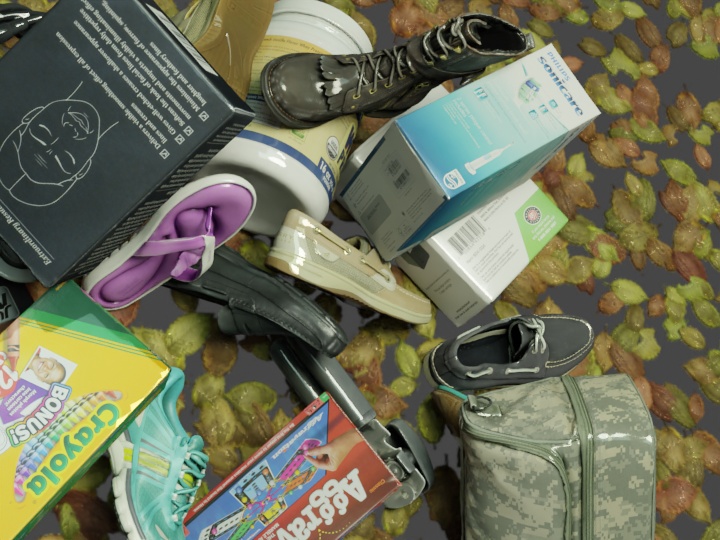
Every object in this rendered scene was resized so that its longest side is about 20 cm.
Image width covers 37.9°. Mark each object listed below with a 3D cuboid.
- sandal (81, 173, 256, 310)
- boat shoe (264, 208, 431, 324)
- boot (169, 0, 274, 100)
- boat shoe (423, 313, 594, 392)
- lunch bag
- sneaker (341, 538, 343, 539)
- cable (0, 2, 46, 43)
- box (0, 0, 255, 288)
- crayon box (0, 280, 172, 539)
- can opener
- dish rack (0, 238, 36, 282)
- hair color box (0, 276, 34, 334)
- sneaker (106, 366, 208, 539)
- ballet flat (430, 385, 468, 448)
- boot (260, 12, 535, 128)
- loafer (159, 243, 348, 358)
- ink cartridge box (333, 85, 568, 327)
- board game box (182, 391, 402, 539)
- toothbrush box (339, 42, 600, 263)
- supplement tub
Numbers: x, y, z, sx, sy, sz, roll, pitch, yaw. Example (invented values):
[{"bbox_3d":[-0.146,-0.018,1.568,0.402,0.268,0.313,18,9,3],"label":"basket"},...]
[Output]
[{"bbox_3d":[-0.162,-0.012,0.919,0.082,0.202,0.050,17,46,-48],"label":"sandal"},{"bbox_3d":[0.000,0.000,0.996,0.199,0.072,0.065,24,84,-37],"label":"boat shoe"},{"bbox_3d":[-0.169,-0.176,0.966,0.073,0.155,0.201,35,60,-32],"label":"boot"},{"bbox_3d":[0.163,0.080,1.062,0.199,0.063,0.073,-10,73,-23],"label":"boat shoe"},{"bbox_3d":[0.170,0.202,0.940,0.166,0.139,0.201,-2,111,4],"label":"lunch bag"},{"bbox_3d":[-0.044,0.261,0.921,0.078,0.066,0.201,-31,82,-13],"label":"sneaker"},{"bbox_3d":[-0.311,-0.181,1.008,0.199,0.051,0.164,9,58,-22],"label":"cable"},{"bbox_3d":[-0.207,-0.110,0.817,0.200,0.107,0.149,-41,92,6],"label":"box"},{"bbox_3d":[-0.260,0.117,0.825,0.119,0.058,0.200,40,64,2],"label":"crayon box"},{"bbox_3d":[-0.005,0.135,0.998,0.200,0.053,0.067,53,30,6],"label":"can opener"},{"bbox_3d":[-0.276,-0.088,0.923,0.200,0.044,0.172,-36,87,-36],"label":"dish rack"},{"bbox_3d":[-0.307,0.088,0.890,0.101,0.061,0.201,-24,80,-27],"label":"hair color box"},{"bbox_3d":[-0.165,0.171,0.877,0.079,0.078,0.201,-17,66,0],"label":"sneaker"},{"bbox_3d":[0.150,0.181,1.027,0.199,0.068,0.073,24,82,-14],"label":"ballet flat"},{"bbox_3d":[0.032,-0.182,0.906,0.199,0.174,0.070,-12,88,-40],"label":"boot"},{"bbox_3d":[-0.100,0.032,0.961,0.200,0.068,0.071,30,83,24],"label":"loafer"},{"bbox_3d":[0.090,-0.068,1.083,0.200,0.084,0.145,47,61,2],"label":"ink cartridge box"},{"bbox_3d":[-0.072,0.207,0.888,0.200,0.019,0.103,-41,75,1],"label":"board game box"},{"bbox_3d":[0.100,-0.107,0.970,0.199,0.146,0.086,-29,81,-28],"label":"toothbrush box"},{"bbox_3d":[-0.073,-0.149,1.022,0.144,0.144,0.201,24,64,-9],"label":"supplement tub"}]
